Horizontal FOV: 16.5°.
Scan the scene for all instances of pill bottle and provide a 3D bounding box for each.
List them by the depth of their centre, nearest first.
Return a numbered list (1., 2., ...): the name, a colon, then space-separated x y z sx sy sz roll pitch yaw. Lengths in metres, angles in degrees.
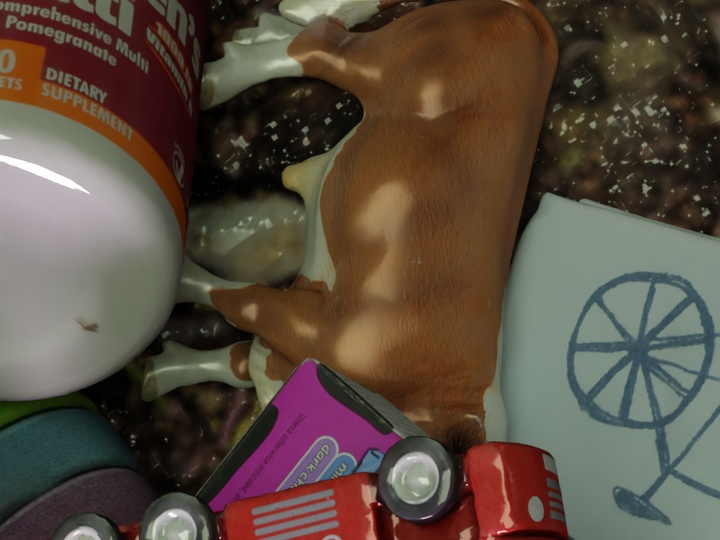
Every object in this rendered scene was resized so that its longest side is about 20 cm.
1. pill bottle: -0.100 -0.068 0.738 0.109 0.110 0.201 -6 45 8

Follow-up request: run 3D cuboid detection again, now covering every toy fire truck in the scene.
1. toy fire truck: -0.035 0.128 0.616 0.199 0.049 0.142 -14 75 17

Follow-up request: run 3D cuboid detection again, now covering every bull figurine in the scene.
1. bull figurine: 0.000 0.000 0.764 0.121 0.065 0.201 12 69 6

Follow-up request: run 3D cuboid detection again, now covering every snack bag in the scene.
1. snack bag: 0.092 0.088 0.723 0.188 0.021 0.201 17 84 41

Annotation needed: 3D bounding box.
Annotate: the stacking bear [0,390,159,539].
1. stacking bear: -0.133 0.059 0.765 0.200 0.121 0.114 44 106 23

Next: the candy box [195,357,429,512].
1. candy box: 0.024 0.139 0.651 0.200 0.061 0.137 41 94 24
